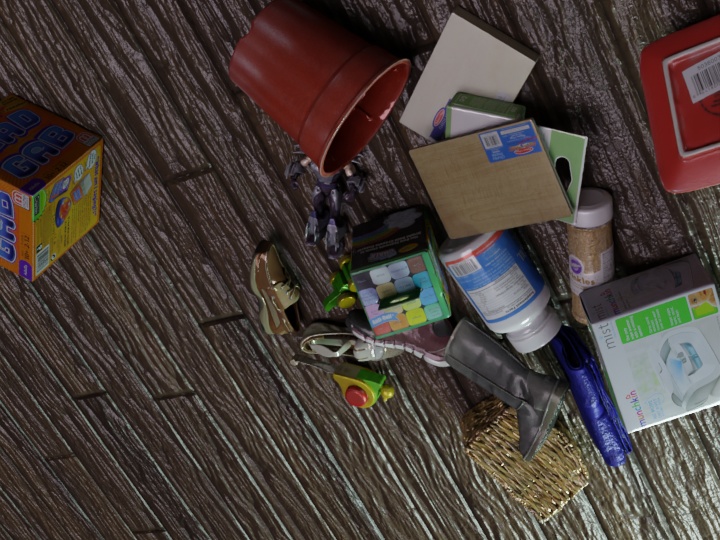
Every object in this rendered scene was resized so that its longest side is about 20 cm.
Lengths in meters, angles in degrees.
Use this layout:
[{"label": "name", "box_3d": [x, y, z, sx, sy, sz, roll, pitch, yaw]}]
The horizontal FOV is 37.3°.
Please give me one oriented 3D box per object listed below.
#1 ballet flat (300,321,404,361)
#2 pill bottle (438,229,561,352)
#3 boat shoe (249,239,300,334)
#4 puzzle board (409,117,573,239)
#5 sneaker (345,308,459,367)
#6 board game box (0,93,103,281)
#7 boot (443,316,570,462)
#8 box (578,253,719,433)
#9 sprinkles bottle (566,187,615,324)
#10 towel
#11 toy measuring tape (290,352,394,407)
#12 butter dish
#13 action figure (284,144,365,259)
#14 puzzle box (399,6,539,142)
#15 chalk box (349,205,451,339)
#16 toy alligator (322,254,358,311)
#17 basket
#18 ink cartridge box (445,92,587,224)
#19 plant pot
[{"label": "ballet flat", "box_3d": [-0.013, 0.132, 1.849, 0.199, 0.062, 0.068, 2, 125, 28]}, {"label": "pill bottle", "box_3d": [0.215, 0.022, 1.604, 0.112, 0.112, 0.200, -23, 111, 39]}, {"label": "boat shoe", "box_3d": [-0.140, 0.032, 1.845, 0.073, 0.076, 0.201, 9, 136, 17]}, {"label": "puzzle board", "box_3d": [0.180, -0.125, 1.480, 0.199, 0.017, 0.151, -11, 117, 37]}, {"label": "sneaker", "box_3d": [0.080, 0.075, 1.756, 0.199, 0.076, 0.116, 18, 126, 3]}, {"label": "board game box", "box_3d": [-0.594, -0.147, 1.869, 0.199, 0.200, 0.201, 26, 133, 11]}, {"label": "boot", "box_3d": [0.217, 0.188, 1.682, 0.199, 0.073, 0.182, 26, 122, 17]}, {"label": "box", "box_3d": [0.426, 0.104, 1.517, 0.176, 0.097, 0.201, -19, 116, 8]}, {"label": "sprinkles bottle", "box_3d": [0.333, -0.018, 1.536, 0.068, 0.068, 0.201, 6, 127, 26]}, {"label": "towel", "box_3d": [0.356, 0.188, 1.644, 0.049, 0.148, 0.201, -23, 114, 5]}, {"label": "toy measuring tape", "box_3d": [-0.032, 0.201, 1.910, 0.199, 0.074, 0.074, 13, 129, 21]}, {"label": "butter dish", "box_3d": [0.462, -0.200, 1.282, 0.199, 0.147, 0.200, -17, 74, 39]}, {"label": "action figure", "box_3d": [-0.052, -0.124, 1.674, 0.130, 0.069, 0.201, 18, 128, 23]}, {"label": "puzzle box", "box_3d": [0.148, -0.252, 1.491, 0.133, 0.025, 0.200, 32, 133, 4]}, {"label": "chalk box", "box_3d": [0.060, 0.012, 1.602, 0.124, 0.200, 0.124, -16, 118, 10]}, {"label": "toy alligator", "box_3d": [0.000, 0.000, 1.754, 0.054, 0.059, 0.200, 4, 135, -33]}, {"label": "basket", "box_3d": [0.282, 0.295, 1.808, 0.200, 0.149, 0.143, 43, 100, -6]}, {"label": "ink cartridge box", "box_3d": [0.214, -0.155, 1.477, 0.199, 0.048, 0.146, 15, 130, 19]}, {"label": "plant pot", "box_3d": [-0.065, -0.270, 1.497, 0.195, 0.201, 0.201, 39, 134, 9]}]
